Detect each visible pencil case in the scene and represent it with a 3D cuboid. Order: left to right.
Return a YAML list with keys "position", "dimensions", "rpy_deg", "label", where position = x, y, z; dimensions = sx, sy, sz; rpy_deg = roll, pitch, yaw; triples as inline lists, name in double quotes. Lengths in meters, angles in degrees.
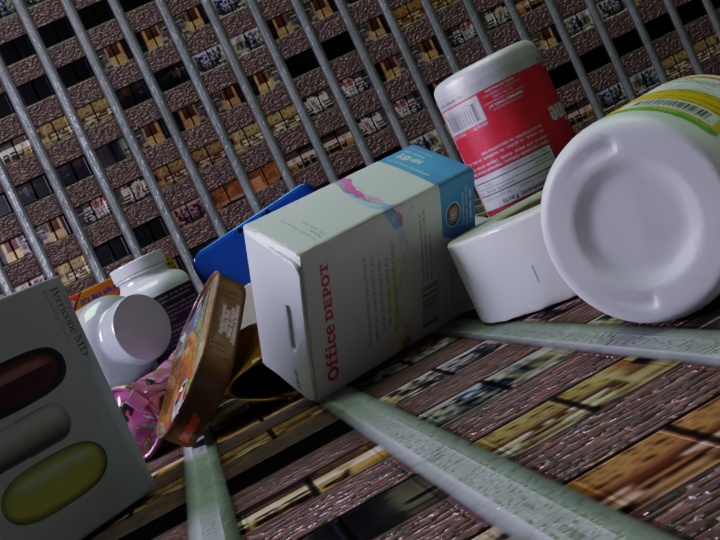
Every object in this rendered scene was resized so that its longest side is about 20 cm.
- position: [-0.209, 0.138, 1.133]
  dimensions: [0.081, 0.088, 0.200]
  rpy_deg: [-2, 11, 16]
  label: "pencil case"

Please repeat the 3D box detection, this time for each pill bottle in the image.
- position: [-0.319, 0.096, 1.311]
  dimensions: [0.199, 0.114, 0.111]
  rpy_deg: [-24, 3, 45]
  label: "pill bottle"
- position: [-0.257, 0.079, 1.419]
  dimensions: [0.111, 0.203, 0.112]
  rpy_deg: [-25, 3, 1]
  label: "pill bottle"
- position: [0.160, -0.111, 1.039]
  dimensions: [0.111, 0.203, 0.112]
  rpy_deg: [-25, 4, 2]
  label: "pill bottle"
- position: [0.191, -0.053, 0.624]
  dimensions: [0.110, 0.113, 0.199]
  rpy_deg: [-24, 3, 36]
  label: "pill bottle"

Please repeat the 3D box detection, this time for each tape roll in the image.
- position: [0.171, -0.033, 0.857]
  dimensions: [0.200, 0.072, 0.202]
  rpy_deg: [-26, 3, 1]
  label: "tape roll"

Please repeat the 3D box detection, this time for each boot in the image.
- position: [-0.102, 0.096, 1.035]
  dimensions: [0.199, 0.072, 0.144]
  rpy_deg: [-22, 5, 24]
  label: "boot"

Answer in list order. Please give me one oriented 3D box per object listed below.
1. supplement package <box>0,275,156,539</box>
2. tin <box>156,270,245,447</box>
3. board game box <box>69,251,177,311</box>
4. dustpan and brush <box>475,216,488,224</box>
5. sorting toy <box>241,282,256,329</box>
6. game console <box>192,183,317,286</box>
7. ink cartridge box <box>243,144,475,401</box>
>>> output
- position: [-0.301, 0.140, 0.807]
  dimensions: [0.146, 0.194, 0.199]
  rpy_deg: [-22, 5, 39]
  label: "supplement package"
- position: [-0.154, 0.084, 1.041]
  dimensions: [0.202, 0.041, 0.113]
  rpy_deg: [-87, 23, -53]
  label: "tin"
- position: [-0.357, 0.123, 1.548]
  dimensions: [0.199, 0.203, 0.199]
  rpy_deg: [-28, 4, -40]
  label: "board game box"
- position: [0.080, -0.027, 1.252]
  dimensions: [0.198, 0.058, 0.139]
  rpy_deg: [23, 42, 31]
  label: "dustpan and brush"
- position: [-0.108, 0.071, 1.356]
  dimensions: [0.199, 0.107, 0.180]
  rpy_deg: [-35, -10, -15]
  label: "sorting toy"
- position: [-0.104, 0.004, 1.472]
  dimensions: [0.198, 0.119, 0.171]
  rpy_deg: [-32, -24, 2]
  label: "game console"
- position: [0.004, -0.002, 0.917]
  dimensions: [0.198, 0.147, 0.084]
  rpy_deg: [-29, 39, -33]
  label: "ink cartridge box"
